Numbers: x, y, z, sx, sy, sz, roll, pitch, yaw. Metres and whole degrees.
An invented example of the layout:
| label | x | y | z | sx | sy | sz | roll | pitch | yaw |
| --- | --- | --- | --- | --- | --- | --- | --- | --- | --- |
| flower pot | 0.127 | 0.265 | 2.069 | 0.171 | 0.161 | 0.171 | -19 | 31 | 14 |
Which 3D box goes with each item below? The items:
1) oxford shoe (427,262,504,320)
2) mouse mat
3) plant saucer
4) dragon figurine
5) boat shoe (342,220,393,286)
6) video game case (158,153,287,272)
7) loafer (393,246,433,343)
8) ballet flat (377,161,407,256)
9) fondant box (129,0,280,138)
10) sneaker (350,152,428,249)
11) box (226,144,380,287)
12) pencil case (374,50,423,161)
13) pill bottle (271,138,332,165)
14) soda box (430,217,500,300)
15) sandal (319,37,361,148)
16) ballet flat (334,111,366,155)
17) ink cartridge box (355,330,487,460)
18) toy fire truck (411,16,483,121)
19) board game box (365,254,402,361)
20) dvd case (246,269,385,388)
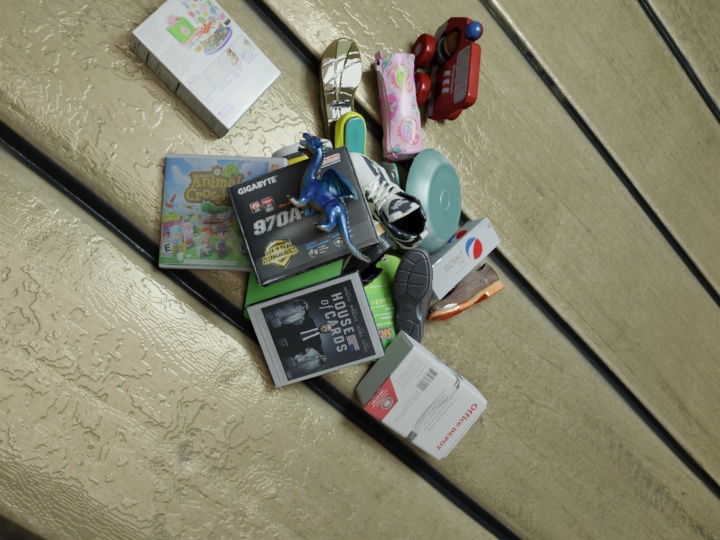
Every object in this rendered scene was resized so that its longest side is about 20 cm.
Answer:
| label | x | y | z | sx | sy | sz | roll | pitch | yaw |
| --- | --- | --- | --- | --- | --- | --- | --- | --- | --- |
| oxford shoe | 0.205 | 0.044 | 1.126 | 0.198 | 0.071 | 0.074 | -23 | 80 | -33 |
| mouse mat | -0.109 | 0.004 | 0.918 | 0.158 | 0.008 | 0.203 | 12 | 102 | 1 |
| plant saucer | 0.151 | -0.134 | 1.066 | 0.199 | 0.035 | 0.204 | -8 | 100 | -55 |
| dragon figurine | -0.038 | -0.109 | 0.795 | 0.200 | 0.059 | 0.100 | 44 | 95 | 10 |
| boat shoe | 0.000 | 0.000 | 0.948 | 0.062 | 0.201 | 0.074 | 41 | 46 | 11 |
| video game case | -0.219 | -0.092 | 0.883 | 0.196 | 0.022 | 0.186 | 2 | 86 | 1 |
| loafer | 0.101 | 0.044 | 1.037 | 0.063 | 0.071 | 0.203 | -45 | 142 | -59 |
| ballet flat | 0.054 | -0.103 | 1.049 | 0.067 | 0.068 | 0.203 | -19 | 101 | -12 |
| fondant box | -0.252 | -0.346 | 0.909 | 0.200 | 0.058 | 0.145 | 45 | 69 | -19 |
| sneaker | 0.046 | -0.121 | 0.922 | 0.079 | 0.129 | 0.201 | -35 | 99 | -10 |
| box | -0.086 | -0.083 | 0.850 | 0.197 | 0.046 | 0.161 | -19 | 86 | -2 |
| pencil case | 0.071 | -0.313 | 1.056 | 0.086 | 0.087 | 0.204 | -8 | 93 | -27 |
| pill bottle | -0.080 | -0.114 | 0.954 | 0.110 | 0.111 | 0.203 | -16 | 94 | -27 |
| soda box | 0.190 | -0.024 | 1.112 | 0.199 | 0.068 | 0.064 | -40 | 104 | -23 |
| sandal | -0.042 | -0.323 | 1.024 | 0.079 | 0.054 | 0.204 | -5 | 104 | -22 |
| ballet flat | -0.023 | -0.187 | 1.006 | 0.066 | 0.067 | 0.203 | -10 | 116 | -28 |
| ink cartridge box | 0.113 | 0.233 | 1.025 | 0.199 | 0.083 | 0.147 | 38 | 94 | -20 |
| toy fire truck | 0.180 | -0.397 | 1.073 | 0.111 | 0.167 | 0.204 | 11 | 82 | -26 |
| board game box | 0.027 | 0.069 | 1.046 | 0.094 | 0.030 | 0.204 | 10 | 80 | -26 |
| dvd case | -0.074 | 0.100 | 0.921 | 0.197 | 0.025 | 0.153 | -17 | 101 | 8 |
